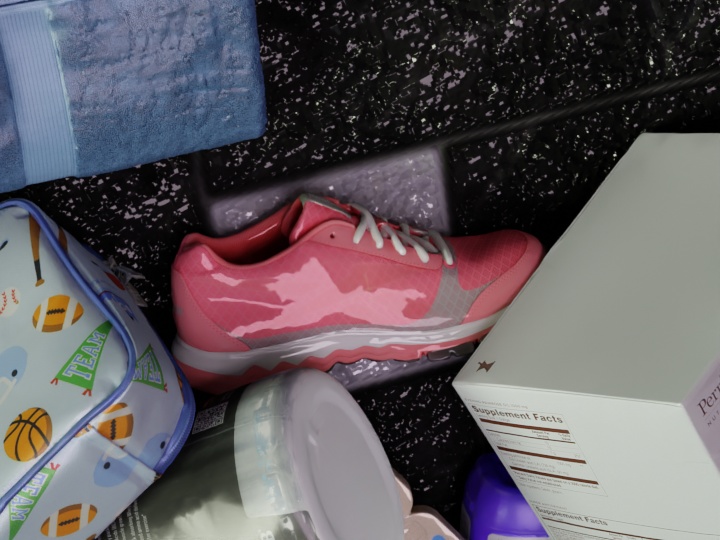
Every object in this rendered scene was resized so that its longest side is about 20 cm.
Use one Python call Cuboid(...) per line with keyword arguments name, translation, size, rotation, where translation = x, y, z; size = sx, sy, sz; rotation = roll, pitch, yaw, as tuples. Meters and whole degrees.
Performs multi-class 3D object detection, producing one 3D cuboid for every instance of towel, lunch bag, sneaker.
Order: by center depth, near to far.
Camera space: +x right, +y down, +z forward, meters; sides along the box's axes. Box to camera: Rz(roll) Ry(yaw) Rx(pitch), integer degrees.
Cuboid(name="towel", translation=(-0.141, -0.094, 1.072), size=(0.199, 0.049, 0.112), rotation=(-12, 116, -13))
Cuboid(name="lunch bag", translation=(-0.177, 0.069, 1.076), size=(0.200, 0.160, 0.076), rotation=(-43, 142, 3))
Cuboid(name="sneaker", translation=(0.000, 0.000, 1.144), size=(0.199, 0.074, 0.087), rotation=(-14, 114, -12))

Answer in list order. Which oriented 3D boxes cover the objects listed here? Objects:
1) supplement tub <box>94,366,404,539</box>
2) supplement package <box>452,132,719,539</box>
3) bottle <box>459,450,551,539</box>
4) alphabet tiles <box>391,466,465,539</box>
Cuboid(name="supplement tub", translation=(-0.089, 0.132, 1.116), size=(0.199, 0.123, 0.123), rotation=(-20, 120, 21))
Cuboid(name="supplement package", translation=(0.189, 0.066, 1.149), size=(0.191, 0.147, 0.200), rotation=(-51, 124, -29))
Cuboid(name="bottle", translation=(0.092, 0.196, 1.261), size=(0.083, 0.065, 0.201), rotation=(-2, 113, -11))
Cuboid(name="alphabet tiles", translation=(-0.040, 0.183, 1.219), size=(0.200, 0.015, 0.196), rotation=(-42, 106, 12))
